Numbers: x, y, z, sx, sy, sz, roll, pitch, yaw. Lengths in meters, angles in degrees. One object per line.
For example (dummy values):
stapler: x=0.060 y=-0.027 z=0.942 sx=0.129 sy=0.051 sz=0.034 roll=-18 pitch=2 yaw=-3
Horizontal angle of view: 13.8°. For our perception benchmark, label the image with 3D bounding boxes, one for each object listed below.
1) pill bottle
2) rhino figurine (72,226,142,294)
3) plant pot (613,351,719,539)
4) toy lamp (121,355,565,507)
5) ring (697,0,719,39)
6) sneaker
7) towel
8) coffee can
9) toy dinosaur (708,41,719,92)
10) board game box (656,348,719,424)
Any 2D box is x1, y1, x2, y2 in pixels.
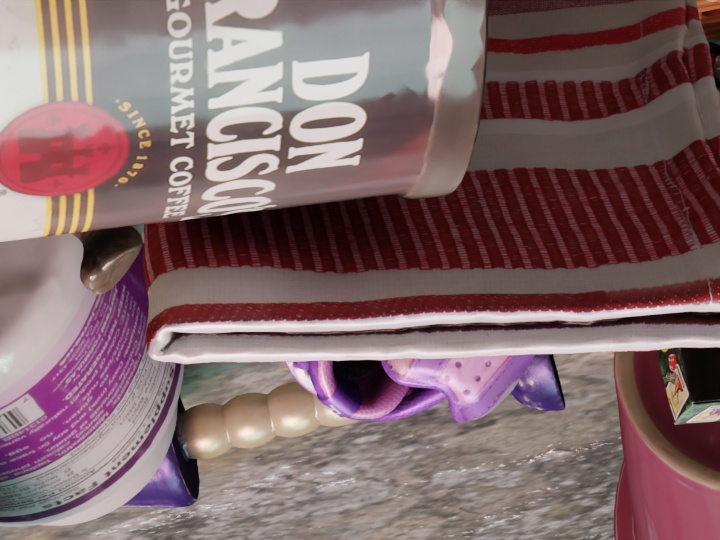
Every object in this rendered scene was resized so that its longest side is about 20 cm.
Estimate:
pill bottle: x=-0.117 y=0.017 z=0.941 sx=0.111 sy=0.113 sz=0.200 roll=-12 pitch=161 yaw=4
rhino figurine: x=-0.084 y=-0.041 z=0.789 sx=0.060 sy=0.088 sz=0.200 roll=-50 pitch=162 yaw=24
plant pot: x=0.183 y=0.070 z=1.164 sx=0.199 sy=0.201 sz=0.179 roll=-16 pitch=144 yaw=13
toy lamp: x=-0.022 y=0.052 z=1.176 sx=0.199 sy=0.059 sz=0.058 roll=-15 pitch=160 yaw=4
ring: x=0.104 y=-0.113 z=0.841 sx=0.199 sy=0.019 sz=0.201 roll=-11 pitch=160 yaw=-4
sneaker: x=0.000 y=0.000 z=0.900 sx=0.080 sy=0.089 sz=0.200 roll=29 pitch=171 yaw=-27
towel: x=0.020 y=-0.038 z=0.736 sx=0.143 sy=0.200 sz=0.023 roll=-2 pitch=120 yaw=0
coffee can: x=-0.085 y=-0.077 z=0.645 sx=0.199 sy=0.147 sz=0.147 roll=-7 pitch=160 yaw=-10
toy dinosaur: x=0.145 y=-0.043 z=0.938 sx=0.199 sy=0.136 sz=0.103 roll=-26 pitch=132 yaw=-22
board game box: x=0.191 y=-0.003 z=1.063 sx=0.199 sy=0.105 sz=0.023 roll=-2 pitch=155 yaw=-22
